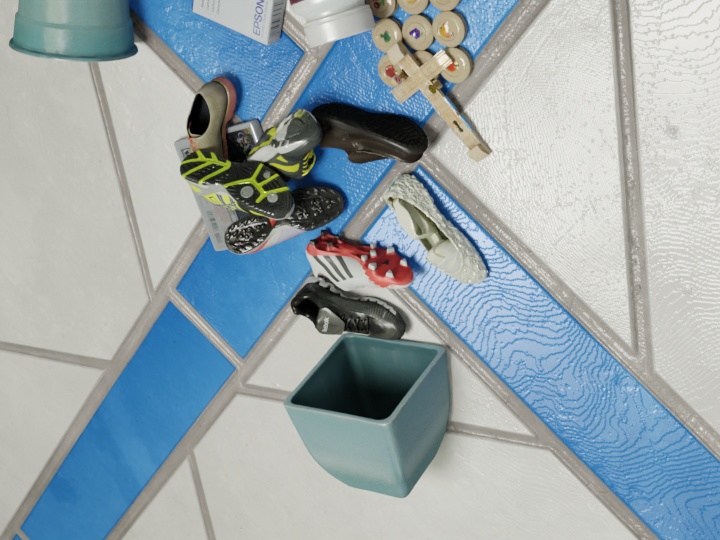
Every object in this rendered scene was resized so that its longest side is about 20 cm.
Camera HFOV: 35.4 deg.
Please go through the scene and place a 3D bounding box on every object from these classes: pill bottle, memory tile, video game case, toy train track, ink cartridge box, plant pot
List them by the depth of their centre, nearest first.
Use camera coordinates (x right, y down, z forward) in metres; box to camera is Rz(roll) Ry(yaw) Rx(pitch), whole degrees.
[{"bbox_3d":[-0.051,-0.411,1.524,0.114,0.114,0.200,-7,105,37],"label":"pill bottle"},{"bbox_3d":[0.074,-0.350,1.543,0.153,0.017,0.200,3,115,34],"label":"memory tile"},{"bbox_3d":[0.104,-0.228,1.561,0.200,0.033,0.115,49,135,-7],"label":"toy train track"},{"bbox_3d":[-0.193,-0.459,1.656,0.200,0.041,0.200,27,127,21],"label":"ink cartridge box"},{"bbox_3d":[-0.444,-0.442,1.753,0.200,0.200,0.196,19,116,26],"label":"plant pot"},{"bbox_3d":[0.029,0.244,1.788,0.196,0.196,0.200,6,125,33],"label":"plant pot"},{"bbox_3d":[-0.204,-0.136,1.852,0.182,0.023,0.200,-8,108,38],"label":"video game case"}]

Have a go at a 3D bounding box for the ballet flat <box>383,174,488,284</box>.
[{"bbox_3d":[0.102,-0.049,1.655,0.200,0.072,0.072,51,132,0],"label":"ballet flat"}]

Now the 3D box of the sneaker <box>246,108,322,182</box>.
[{"bbox_3d":[-0.095,-0.184,1.697,0.085,0.075,0.200,36,163,-21],"label":"sneaker"}]

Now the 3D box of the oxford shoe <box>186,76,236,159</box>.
[{"bbox_3d":[-0.253,-0.209,1.783,0.070,0.075,0.200,27,124,23],"label":"oxford shoe"}]

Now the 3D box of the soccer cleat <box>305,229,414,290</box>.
[{"bbox_3d":[0.000,0.000,1.757,0.200,0.069,0.085,18,132,30],"label":"soccer cleat"}]

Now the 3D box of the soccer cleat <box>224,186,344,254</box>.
[{"bbox_3d":[-0.116,-0.080,1.776,0.200,0.073,0.068,-23,87,10],"label":"soccer cleat"}]

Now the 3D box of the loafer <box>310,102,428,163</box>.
[{"bbox_3d":[0.015,-0.189,1.643,0.200,0.073,0.071,24,130,35],"label":"loafer"}]

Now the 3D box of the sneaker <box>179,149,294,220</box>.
[{"bbox_3d":[-0.183,-0.126,1.744,0.200,0.075,0.076,25,160,24],"label":"sneaker"}]

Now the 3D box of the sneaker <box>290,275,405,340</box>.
[{"bbox_3d":[-0.027,0.075,1.795,0.200,0.090,0.067,22,126,24],"label":"sneaker"}]
